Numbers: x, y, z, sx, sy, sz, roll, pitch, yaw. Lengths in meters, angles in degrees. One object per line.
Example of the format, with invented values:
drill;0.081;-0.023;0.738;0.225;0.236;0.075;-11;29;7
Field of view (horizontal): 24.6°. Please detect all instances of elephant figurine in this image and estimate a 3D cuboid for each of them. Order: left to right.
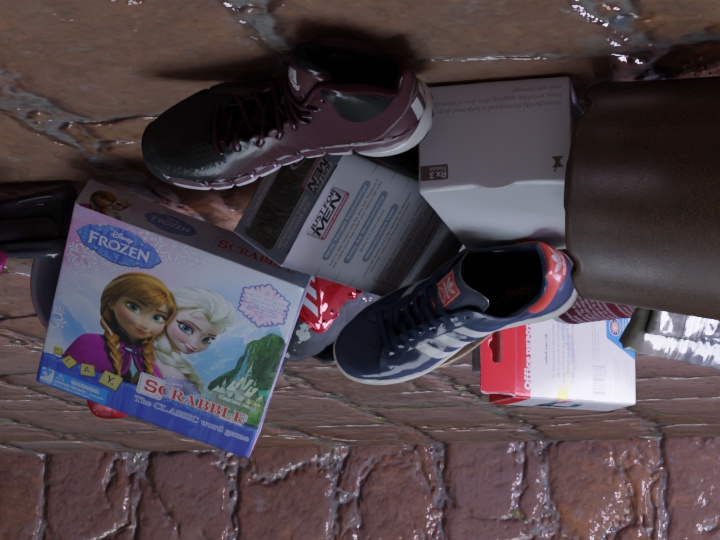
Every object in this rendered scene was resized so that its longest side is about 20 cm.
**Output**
elephant figurine;-0.026;0.029;1.636;0.200;0.155;0.142;-3;129;-41

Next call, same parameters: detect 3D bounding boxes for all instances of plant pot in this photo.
plant pot;0.248;-0.046;1.101;0.198;0.201;0.200;3;169;21

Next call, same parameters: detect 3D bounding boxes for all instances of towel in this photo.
towel;0.313;-0.007;1.295;0.192;0.200;0.035;8;-154;-40

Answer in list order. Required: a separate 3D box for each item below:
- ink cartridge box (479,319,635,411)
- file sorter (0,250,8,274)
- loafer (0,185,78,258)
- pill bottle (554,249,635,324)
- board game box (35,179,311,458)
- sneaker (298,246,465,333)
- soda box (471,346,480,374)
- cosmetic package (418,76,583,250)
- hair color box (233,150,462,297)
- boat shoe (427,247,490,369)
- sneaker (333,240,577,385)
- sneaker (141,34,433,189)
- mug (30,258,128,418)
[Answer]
ink cartridge box;0.214;0.096;1.894;0.200;0.116;0.067;6;167;-22
file sorter;-0.414;0.019;1.353;0.200;0.126;0.139;25;155;-10
loafer;-0.328;-0.043;1.433;0.200;0.063;0.072;1;-177;18
pill bottle;0.209;-0.015;1.394;0.200;0.114;0.114;-8;165;32
board game box;-0.158;0.044;1.383;0.200;0.041;0.200;19;126;1
sneaker;0.000;0.000;1.425;0.200;0.116;0.078;13;-174;-23
soda box;0.209;0.104;2.042;0.063;0.068;0.200;-8;165;30
cosmetic package;0.114;-0.072;1.214;0.113;0.081;0.200;-3;166;12
hair color box;0.003;-0.040;1.288;0.061;0.099;0.200;35;-170;35
boat shoe;0.110;0.001;1.337;0.072;0.200;0.065;36;177;18
sneaker;0.064;0.025;1.257;0.200;0.075;0.085;-24;159;9
sneaker;-0.055;-0.114;1.074;0.200;0.076;0.116;-11;162;4
mug;-0.224;0.039;1.552;0.133;0.178;0.200;32;178;12
